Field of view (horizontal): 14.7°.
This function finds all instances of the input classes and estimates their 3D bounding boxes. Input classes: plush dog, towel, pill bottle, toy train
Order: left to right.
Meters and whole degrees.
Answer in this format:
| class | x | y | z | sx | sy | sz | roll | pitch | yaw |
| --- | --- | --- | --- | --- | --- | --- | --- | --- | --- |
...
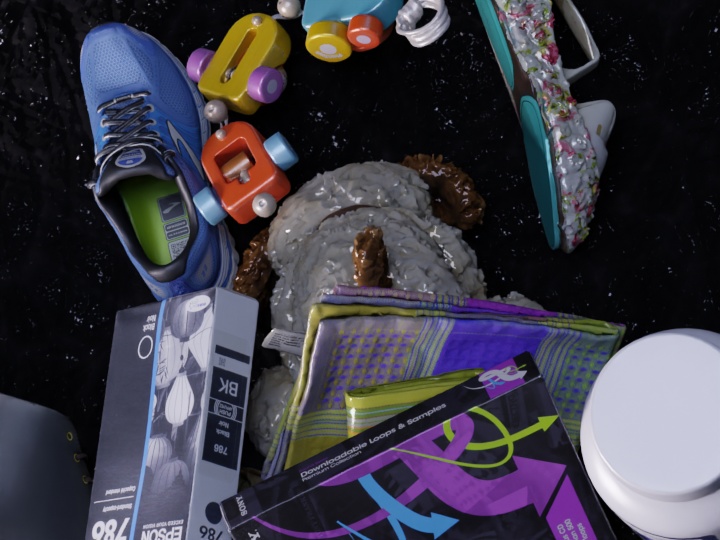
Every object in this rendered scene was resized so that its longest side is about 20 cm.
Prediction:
| class | x | y | z | sx | sy | sz | roll | pitch | yaw |
| --- | --- | --- | --- | --- | --- | --- | --- | --- | --- |
| toy train | -0.030 | -0.113 | 1.762 | 0.200 | 0.056 | 0.150 | -40 | 48 | 4 |
| plush dog | 0.000 | 0.000 | 1.703 | 0.199 | 0.161 | 0.172 | -21 | 38 | -1 |
| towel | 0.037 | 0.153 | 1.634 | 0.086 | 0.018 | 0.201 | -6 | 115 | -9 |
| towel | 0.047 | 0.080 | 1.640 | 0.199 | 0.023 | 0.144 | 7 | 121 | -21 |
| pill bottle | 0.189 | 0.098 | 1.602 | 0.119 | 0.200 | 0.121 | -3 | 77 | 12 |

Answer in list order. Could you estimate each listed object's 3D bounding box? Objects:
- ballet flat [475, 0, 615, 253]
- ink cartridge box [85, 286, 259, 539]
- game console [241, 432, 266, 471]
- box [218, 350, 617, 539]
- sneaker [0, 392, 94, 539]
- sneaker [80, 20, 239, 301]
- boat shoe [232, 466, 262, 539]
| class | x | y | z | sx | sy | sz | roll | pitch | yaw |
| --- | --- | --- | --- | --- | --- | --- | --- | --- | --- |
| ballet flat | 0.123 | -0.112 | 1.736 | 0.064 | 0.076 | 0.201 | -14 | 78 | -7 |
| ink cartridge box | -0.113 | 0.115 | 1.632 | 0.099 | 0.039 | 0.201 | -14 | 65 | 45 |
| game console | -0.025 | 0.196 | 1.721 | 0.199 | 0.031 | 0.177 | 30 | 86 | 18 |
| box | 0.037 | 0.152 | 1.604 | 0.199 | 0.036 | 0.143 | -26 | 117 | 2 |
| sneaker | -0.166 | 0.152 | 1.685 | 0.199 | 0.075 | 0.107 | 29 | 75 | -22 |
| sneaker | -0.133 | -0.073 | 1.775 | 0.078 | 0.089 | 0.201 | -23 | 71 | 7 |
| boat shoe | -0.063 | 0.157 | 1.687 | 0.199 | 0.074 | 0.076 | 20 | 86 | 18 |
